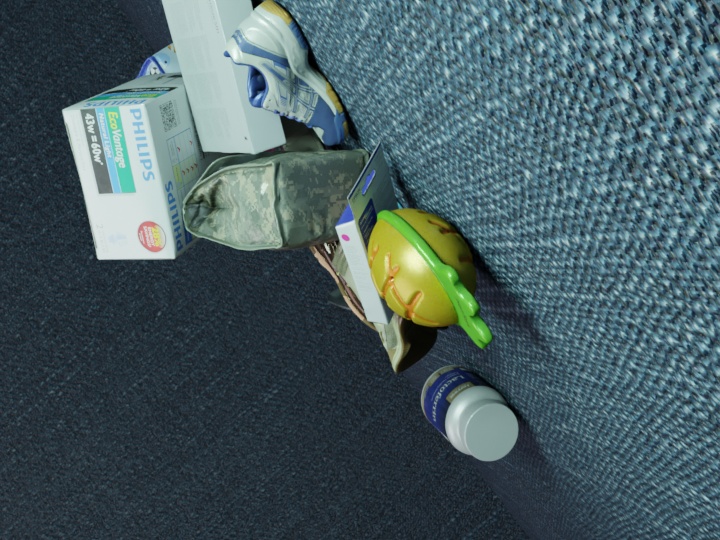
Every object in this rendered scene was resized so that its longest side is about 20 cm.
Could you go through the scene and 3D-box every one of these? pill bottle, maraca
[{"bbox_3d":[0.182,0.238,1.641,0.116,0.115,0.200,52,174,-17],"label":"pill bottle"},{"bbox_3d":[0.075,0.007,1.038,0.200,0.106,0.138,45,171,49],"label":"maraca"}]

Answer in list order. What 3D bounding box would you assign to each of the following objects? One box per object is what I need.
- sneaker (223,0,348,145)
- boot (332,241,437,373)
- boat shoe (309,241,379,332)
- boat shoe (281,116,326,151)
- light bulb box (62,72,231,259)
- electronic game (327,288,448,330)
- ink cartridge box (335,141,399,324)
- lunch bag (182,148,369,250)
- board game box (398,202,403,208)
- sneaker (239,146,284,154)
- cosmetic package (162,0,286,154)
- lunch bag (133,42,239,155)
[{"bbox_3d":[-0.086,-0.206,1.117,0.075,0.088,0.201,42,171,48],"label":"sneaker"},{"bbox_3d":[0.030,0.041,1.318,0.155,0.072,0.201,48,164,24],"label":"boot"},{"bbox_3d":[0.000,0.000,1.388,0.201,0.070,0.070,49,139,1],"label":"boat shoe"},{"bbox_3d":[-0.064,-0.144,1.331,0.204,0.072,0.063,70,-162,5],"label":"boat shoe"},{"bbox_3d":[-0.263,-0.140,1.284,0.200,0.122,0.202,-48,-46,-61],"label":"light bulb box"},{"bbox_3d":[0.044,0.063,1.552,0.196,0.043,0.200,12,-178,0],"label":"electronic game"},{"bbox_3d":[0.016,-0.040,1.130,0.036,0.095,0.202,9,139,24],"label":"ink cartridge box"},{"bbox_3d":[-0.105,-0.087,1.209,0.198,0.162,0.120,-1,98,45],"label":"lunch bag"},{"bbox_3d":[0.054,-0.032,1.303,0.201,0.047,0.151,52,175,7],"label":"board game box"},{"bbox_3d":[-0.111,-0.163,1.402,0.080,0.088,0.203,-16,103,42],"label":"sneaker"},{"bbox_3d":[-0.166,-0.244,1.179,0.150,0.051,0.204,15,122,58],"label":"cosmetic package"},{"bbox_3d":[-0.213,-0.239,1.446,0.201,0.170,0.124,49,142,-5],"label":"lunch bag"}]
